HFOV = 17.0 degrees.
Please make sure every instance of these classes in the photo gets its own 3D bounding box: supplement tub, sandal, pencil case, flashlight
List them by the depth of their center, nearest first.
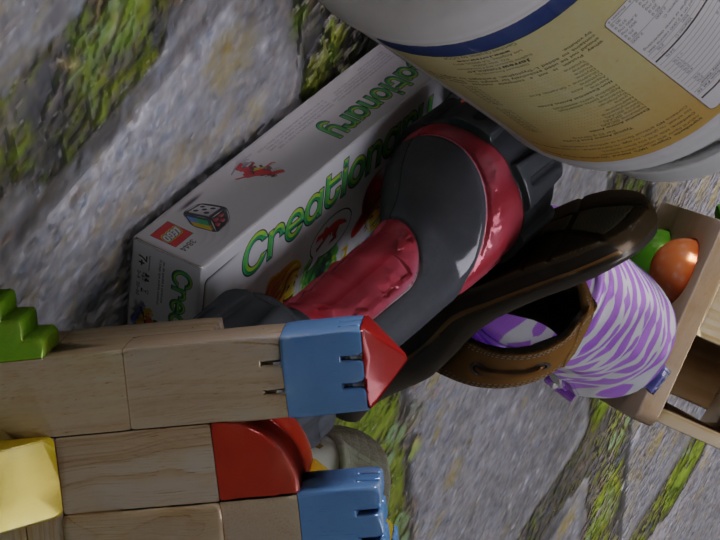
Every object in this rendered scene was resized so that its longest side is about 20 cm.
[{"bbox_3d":[0.077,-0.120,0.868,0.200,0.144,0.145,28,87,-53],"label":"supplement tub"},{"bbox_3d":[0.000,0.000,0.904,0.200,0.068,0.068,-36,149,-44],"label":"flashlight"},{"bbox_3d":[0.058,0.025,1.006,0.200,0.055,0.082,-36,-175,41],"label":"sandal"},{"bbox_3d":[0.108,0.020,1.261,0.085,0.084,0.200,-42,159,6],"label":"pencil case"}]

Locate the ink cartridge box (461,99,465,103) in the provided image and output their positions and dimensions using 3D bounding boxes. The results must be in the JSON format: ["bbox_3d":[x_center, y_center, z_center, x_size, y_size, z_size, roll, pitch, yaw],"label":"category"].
[{"bbox_3d":[0.095,-0.119,1.062,0.162,0.050,0.200,85,22,-53],"label":"ink cartridge box"}]

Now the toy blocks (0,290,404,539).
[{"bbox_3d":[-0.047,0.094,0.780,0.100,0.136,0.201,-67,152,-81],"label":"toy blocks"}]

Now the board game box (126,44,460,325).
[{"bbox_3d":[-0.026,-0.003,0.965,0.200,0.035,0.127,-43,150,-46],"label":"board game box"}]

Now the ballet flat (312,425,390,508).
[{"bbox_3d":[-0.027,0.100,0.915,0.062,0.067,0.200,58,16,-22],"label":"ballet flat"}]

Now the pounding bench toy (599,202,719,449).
[{"bbox_3d":[0.239,0.011,1.437,0.201,0.156,0.124,-66,-168,2],"label":"pounding bench toy"}]
